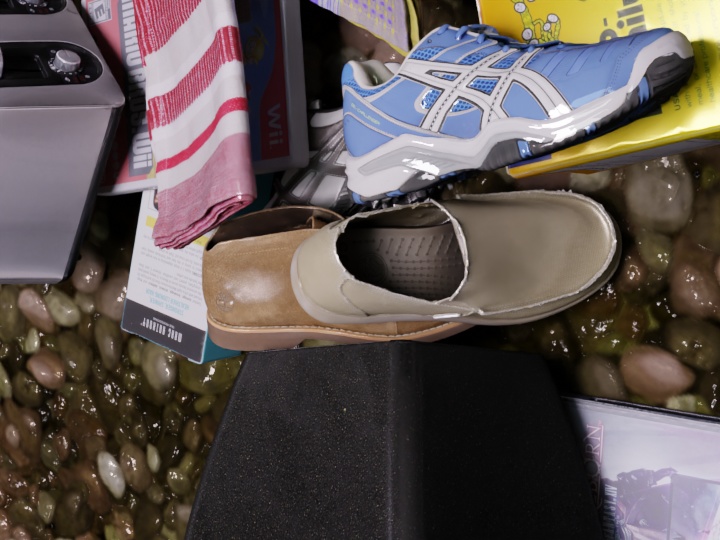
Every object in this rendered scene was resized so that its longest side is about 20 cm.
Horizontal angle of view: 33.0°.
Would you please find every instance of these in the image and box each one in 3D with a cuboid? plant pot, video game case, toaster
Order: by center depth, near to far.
[{"bbox_3d":[0.020,0.136,0.714,0.199,0.199,0.179,-9,77,44],"label":"plant pot"},{"bbox_3d":[0.177,0.153,0.722,0.199,0.019,0.144,7,98,31],"label":"video game case"},{"bbox_3d":[-0.117,-0.131,0.819,0.199,0.017,0.144,-4,89,39],"label":"video game case"},{"bbox_3d":[-0.263,-0.099,0.869,0.181,0.118,0.201,58,136,36],"label":"toaster"}]

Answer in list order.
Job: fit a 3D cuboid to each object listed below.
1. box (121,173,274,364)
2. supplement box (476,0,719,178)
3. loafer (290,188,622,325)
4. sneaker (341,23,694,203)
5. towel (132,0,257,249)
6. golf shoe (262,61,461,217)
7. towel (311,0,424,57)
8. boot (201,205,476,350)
[{"bbox_3d":[-0.112,-0.043,0.868,0.082,0.049,0.202,20,105,31],"label":"box"},{"bbox_3d":[0.178,-0.122,0.639,0.199,0.109,0.111,-11,89,33],"label":"supplement box"},{"bbox_3d":[0.061,-0.006,0.694,0.198,0.068,0.076,-9,81,-10],"label":"loafer"},{"bbox_3d":[0.066,-0.089,0.605,0.199,0.076,0.078,-13,92,33],"label":"sneaker"},{"bbox_3d":[-0.106,-0.123,0.744,0.144,0.023,0.202,-24,70,61],"label":"towel"},{"bbox_3d":[-0.024,-0.057,0.804,0.199,0.078,0.095,-32,68,23],"label":"golf shoe"},{"bbox_3d":[-0.033,-0.210,0.676,0.200,0.023,0.144,37,149,33],"label":"towel"},{"bbox_3d":[0.000,0.000,0.742,0.198,0.074,0.076,-5,119,1],"label":"boot"}]
